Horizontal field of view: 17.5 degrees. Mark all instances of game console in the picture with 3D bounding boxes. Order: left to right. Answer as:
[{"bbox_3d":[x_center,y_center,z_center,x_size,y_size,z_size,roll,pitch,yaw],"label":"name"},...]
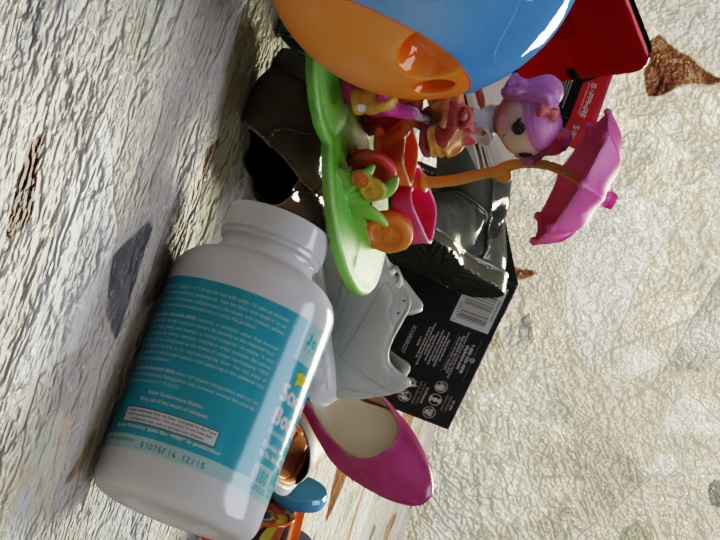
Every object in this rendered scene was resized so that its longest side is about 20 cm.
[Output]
[{"bbox_3d":[0.119,-0.247,1.712,0.201,0.171,0.119,62,36,-37],"label":"game console"}]

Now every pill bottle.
[{"bbox_3d":[-0.084,0.061,1.468,0.111,0.110,0.201,80,29,-74],"label":"pill bottle"}]

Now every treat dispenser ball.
[{"bbox_3d":[0.036,-0.201,1.375,0.201,0.199,0.202,18,90,-82],"label":"treat dispenser ball"}]

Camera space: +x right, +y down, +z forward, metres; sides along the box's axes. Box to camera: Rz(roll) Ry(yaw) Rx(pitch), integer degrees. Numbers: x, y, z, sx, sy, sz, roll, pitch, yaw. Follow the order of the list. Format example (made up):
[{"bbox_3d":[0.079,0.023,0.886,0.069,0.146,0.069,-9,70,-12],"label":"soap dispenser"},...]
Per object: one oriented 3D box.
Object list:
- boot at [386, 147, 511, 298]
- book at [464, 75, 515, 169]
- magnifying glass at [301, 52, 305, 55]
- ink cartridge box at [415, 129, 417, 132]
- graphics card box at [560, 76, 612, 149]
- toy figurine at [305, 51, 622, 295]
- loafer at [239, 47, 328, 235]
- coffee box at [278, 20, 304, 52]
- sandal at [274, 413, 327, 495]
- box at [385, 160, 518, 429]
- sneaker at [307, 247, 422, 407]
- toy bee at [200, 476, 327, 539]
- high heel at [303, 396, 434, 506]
[{"bbox_3d":[0.072,-0.096,1.834,0.182,0.072,0.202,31,65,-55],"label":"boot"},{"bbox_3d":[0.066,-0.181,1.723,0.200,0.048,0.134,-114,-176,-52],"label":"book"},{"bbox_3d":[-0.056,-0.070,1.715,0.080,0.022,0.201,-58,163,-61],"label":"magnifying glass"},{"bbox_3d":[-0.013,-0.066,1.842,0.116,0.067,0.201,82,28,-73],"label":"ink cartridge box"},{"bbox_3d":[0.119,-0.198,1.978,0.051,0.199,0.126,118,-6,-67],"label":"graphics card box"},{"bbox_3d":[0.075,-0.083,1.500,0.151,0.182,0.201,-78,158,-46],"label":"toy figurine"},{"bbox_3d":[-0.052,-0.072,1.596,0.071,0.073,0.201,-43,152,-18],"label":"loafer"},{"bbox_3d":[0.034,-0.233,1.578,0.044,0.122,0.202,42,65,-68],"label":"coffee box"},{"bbox_3d":[-0.047,0.115,1.913,0.059,0.079,0.207,-37,-177,20],"label":"sandal"},{"bbox_3d":[0.045,0.011,1.989,0.200,0.123,0.149,-94,-152,-66],"label":"box"},{"bbox_3d":[0.000,0.000,1.734,0.076,0.091,0.202,-82,170,-77],"label":"sneaker"},{"bbox_3d":[-0.081,0.198,1.940,0.200,0.108,0.132,-169,-91,-73],"label":"toy bee"},{"bbox_3d":[-0.011,0.098,1.815,0.067,0.201,0.096,-34,169,-11],"label":"high heel"}]
